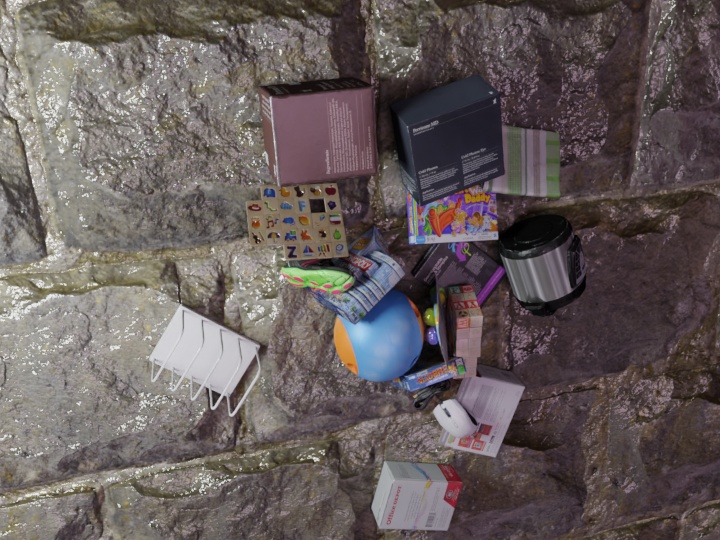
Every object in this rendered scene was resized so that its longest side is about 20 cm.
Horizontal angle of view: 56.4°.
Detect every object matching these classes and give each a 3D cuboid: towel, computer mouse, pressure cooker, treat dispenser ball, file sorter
[{"bbox_3d":[0.353,-0.239,1.480,0.195,0.031,0.154,3,87,-20],"label":"towel"},{"bbox_3d":[0.211,0.334,1.562,0.109,0.044,0.200,-36,117,17],"label":"computer mouse"},{"bbox_3d":[0.420,-0.004,1.529,0.173,0.179,0.203,-24,112,-2],"label":"pressure cooker"},{"bbox_3d":[0.040,0.136,1.450,0.196,0.201,0.206,-5,111,-14],"label":"treat dispenser ball"},{"bbox_3d":[-0.322,0.196,1.407,0.198,0.125,0.140,30,100,-24],"label":"file sorter"}]

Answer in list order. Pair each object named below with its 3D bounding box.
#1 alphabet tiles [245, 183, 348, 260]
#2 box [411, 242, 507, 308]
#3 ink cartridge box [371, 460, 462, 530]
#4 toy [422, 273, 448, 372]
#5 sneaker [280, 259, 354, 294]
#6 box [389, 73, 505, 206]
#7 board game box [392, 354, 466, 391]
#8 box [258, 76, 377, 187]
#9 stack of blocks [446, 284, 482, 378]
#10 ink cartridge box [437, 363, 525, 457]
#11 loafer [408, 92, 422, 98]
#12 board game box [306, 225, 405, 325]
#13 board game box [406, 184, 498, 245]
[{"bbox_3d":[-0.130,-0.099,1.358,0.195,0.008,0.171,-4,67,-15],"label":"alphabet tiles"},{"bbox_3d":[0.230,0.004,1.552,0.198,0.036,0.144,34,98,-26],"label":"box"},{"bbox_3d":[0.141,0.572,1.706,0.195,0.083,0.149,10,107,-19],"label":"ink cartridge box"},{"bbox_3d":[0.161,0.111,1.456,0.046,0.202,0.117,-8,125,14],"label":"toy"},{"bbox_3d":[-0.087,-0.007,1.372,0.077,0.197,0.085,45,66,-41],"label":"sneaker"},{"bbox_3d":[0.175,-0.259,1.333,0.196,0.105,0.185,-20,131,-8],"label":"box"},{"bbox_3d":[0.148,0.230,1.522,0.132,0.200,0.035,-17,87,-10],"label":"board game box"},{"bbox_3d":[-0.082,-0.269,1.285,0.195,0.166,0.168,-9,113,-14],"label":"box"},{"bbox_3d":[0.235,0.151,1.536,0.057,0.116,0.204,-5,125,-2],"label":"stack of blocks"},{"bbox_3d":[0.285,0.340,1.664,0.172,0.084,0.204,15,104,-19],"label":"ink cartridge box"},{"bbox_3d":[0.173,-0.340,1.385,0.195,0.076,0.069,-17,107,-10],"label":"loafer"},{"bbox_3d":[0.000,0.000,1.417,0.200,0.199,0.062,-45,117,-12],"label":"board game box"},{"bbox_3d":[0.200,-0.130,1.464,0.195,0.045,0.138,-4,90,-15],"label":"board game box"}]
